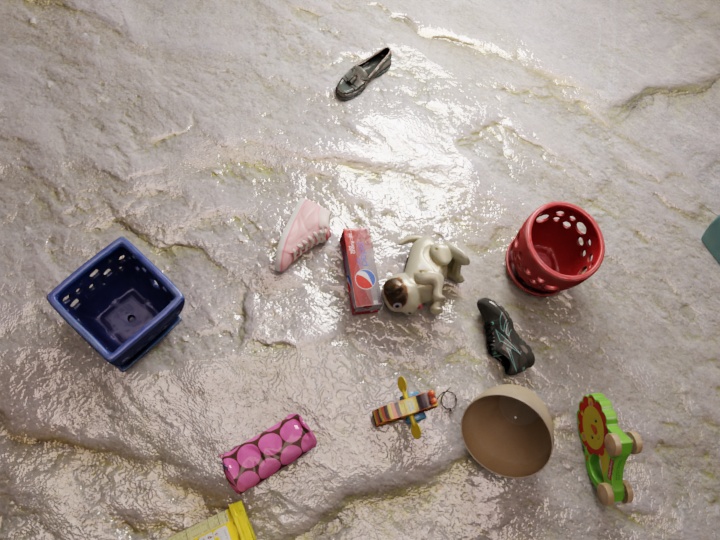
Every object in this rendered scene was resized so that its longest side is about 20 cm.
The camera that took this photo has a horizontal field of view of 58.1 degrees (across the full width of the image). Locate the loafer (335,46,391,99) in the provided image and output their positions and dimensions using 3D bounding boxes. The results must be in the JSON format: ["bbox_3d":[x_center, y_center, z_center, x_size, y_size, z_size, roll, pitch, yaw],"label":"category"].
[{"bbox_3d":[0.009,-0.545,1.766,0.072,0.063,0.200,44,69,9],"label":"loafer"}]

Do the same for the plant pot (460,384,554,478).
[{"bbox_3d":[0.335,0.331,1.428,0.200,0.201,0.134,41,32,8],"label":"plant pot"}]

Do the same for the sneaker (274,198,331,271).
[{"bbox_3d":[-0.130,-0.077,1.553,0.103,0.076,0.202,19,63,4],"label":"sneaker"}]

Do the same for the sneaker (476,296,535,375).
[{"bbox_3d":[0.332,0.155,1.540,0.079,0.076,0.201,-29,76,-16],"label":"sneaker"}]

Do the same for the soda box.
[{"bbox_3d":[0.000,0.000,1.552,0.069,0.064,0.203,-5,69,-12],"label":"soda box"}]

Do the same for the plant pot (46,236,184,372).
[{"bbox_3d":[-0.502,0.084,1.374,0.200,0.180,0.200,42,68,8],"label":"plant pot"}]

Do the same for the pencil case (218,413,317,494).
[{"bbox_3d":[-0.194,0.379,1.363,0.198,0.091,0.094,-27,61,-20],"label":"pencil case"}]

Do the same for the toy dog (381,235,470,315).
[{"bbox_3d":[0.135,0.017,1.529,0.194,0.140,0.200,43,70,9],"label":"toy dog"}]

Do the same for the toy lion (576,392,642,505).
[{"bbox_3d":[0.538,0.386,1.444,0.068,0.192,0.203,-3,109,-10],"label":"toy lion"}]

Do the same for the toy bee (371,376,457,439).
[{"bbox_3d":[0.124,0.289,1.436,0.199,0.109,0.131,-34,76,-19],"label":"toy bee"}]

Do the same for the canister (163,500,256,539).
[{"bbox_3d":[-0.300,0.566,1.270,0.198,0.087,0.150,-21,73,-15],"label":"canister"}]

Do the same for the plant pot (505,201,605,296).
[{"bbox_3d":[0.463,-0.039,1.577,0.197,0.183,0.203,3,67,-8],"label":"plant pot"}]

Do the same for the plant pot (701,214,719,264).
[{"bbox_3d":[0.999,-0.106,1.682,0.140,0.200,0.142,-27,76,-18],"label":"plant pot"}]
